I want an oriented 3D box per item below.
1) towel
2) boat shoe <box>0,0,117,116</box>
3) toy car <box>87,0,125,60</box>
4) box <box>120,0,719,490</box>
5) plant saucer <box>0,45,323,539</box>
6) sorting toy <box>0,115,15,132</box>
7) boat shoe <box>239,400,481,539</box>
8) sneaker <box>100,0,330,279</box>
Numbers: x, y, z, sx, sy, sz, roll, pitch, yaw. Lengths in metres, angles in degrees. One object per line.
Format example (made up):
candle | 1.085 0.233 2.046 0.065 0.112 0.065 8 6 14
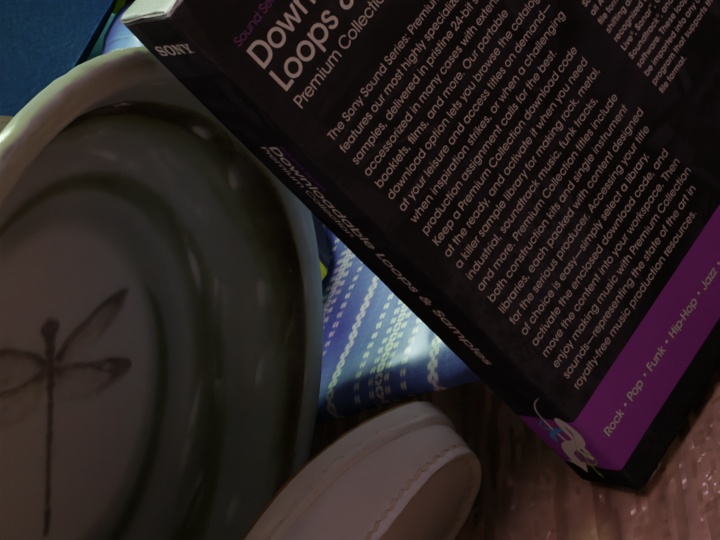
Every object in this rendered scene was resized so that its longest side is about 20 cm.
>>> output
towel | 0.000 0.000 0.850 0.200 0.024 0.145 -20 36 44
boat shoe | -0.142 -0.058 0.937 0.200 0.084 0.069 -49 14 -4
toy car | -0.160 -0.059 1.127 0.200 0.175 0.150 -46 60 -3
box | 0.046 -0.056 0.725 0.143 0.200 0.036 -54 26 -19
plant saucer | -0.080 0.036 0.713 0.050 0.200 0.200 9 53 29
sorting toy | -0.193 0.028 0.796 0.199 0.200 0.070 -35 67 36
boat shoe | -0.015 0.119 0.721 0.069 0.071 0.200 22 53 28
sneaker | -0.071 -0.034 0.898 0.082 0.074 0.200 -43 25 14
